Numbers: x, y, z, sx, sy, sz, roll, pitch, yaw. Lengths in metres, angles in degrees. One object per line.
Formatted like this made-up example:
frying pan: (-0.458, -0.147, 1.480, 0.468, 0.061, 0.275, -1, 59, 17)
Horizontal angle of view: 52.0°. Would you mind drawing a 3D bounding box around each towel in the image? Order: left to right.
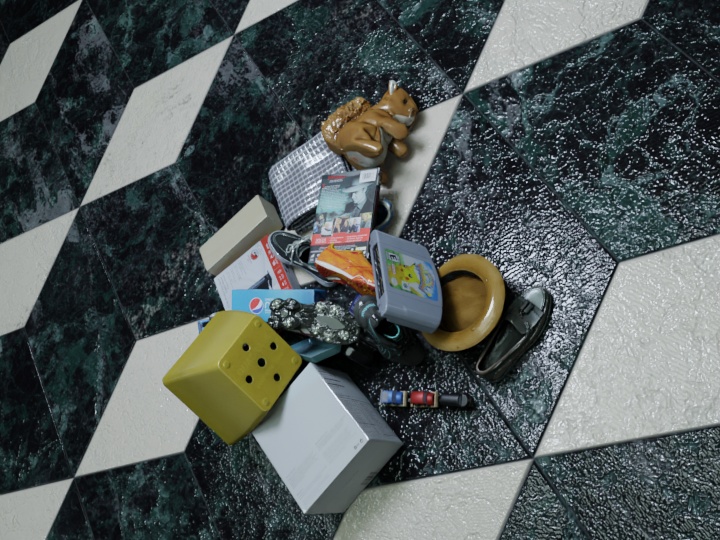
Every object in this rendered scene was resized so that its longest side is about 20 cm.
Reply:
towel: (-0.103, -0.200, 1.651, 0.198, 0.085, 0.167, -32, 62, 19)

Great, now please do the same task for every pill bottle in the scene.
pill bottle: (0.035, 0.084, 1.466, 0.111, 0.111, 0.202, 33, 93, 34)

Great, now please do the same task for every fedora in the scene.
fedora: (0.199, 0.068, 1.377, 0.199, 0.081, 0.203, -25, 52, 36)

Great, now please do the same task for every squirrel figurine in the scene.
squirrel figurine: (0.022, -0.318, 1.573, 0.198, 0.142, 0.188, 25, 74, 23)

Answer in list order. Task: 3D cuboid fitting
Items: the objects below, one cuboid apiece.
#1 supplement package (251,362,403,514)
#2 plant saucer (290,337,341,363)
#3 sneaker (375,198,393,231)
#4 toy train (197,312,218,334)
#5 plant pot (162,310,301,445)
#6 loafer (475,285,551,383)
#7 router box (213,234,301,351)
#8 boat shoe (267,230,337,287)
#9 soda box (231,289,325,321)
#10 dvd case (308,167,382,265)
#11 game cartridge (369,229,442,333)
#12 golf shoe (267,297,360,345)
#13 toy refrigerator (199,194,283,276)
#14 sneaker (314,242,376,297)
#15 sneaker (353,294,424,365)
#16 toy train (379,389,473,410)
supplement package: (-0.064, 0.325, 1.431, 0.192, 0.147, 0.200, -49, 57, 10)
plant saucer: (-0.099, 0.162, 1.497, 0.200, 0.069, 0.019, -6, 105, 69)
sneaker: (-0.011, -0.077, 1.537, 0.200, 0.073, 0.072, -44, 77, -7)
toy train: (-0.309, 0.194, 1.634, 0.114, 0.085, 0.204, 173, 87, -72)
plant pot: (-0.232, 0.198, 1.459, 0.176, 0.200, 0.201, -25, 24, 52)
loafer: (0.277, 0.115, 1.338, 0.072, 0.063, 0.202, 34, 94, 33)
router box: (-0.225, 0.053, 1.670, 0.179, 0.049, 0.202, -37, 60, 17)
boat shoe: (-0.126, -0.037, 1.601, 0.199, 0.068, 0.074, 38, 70, 25)
soda box: (-0.173, 0.074, 1.560, 0.197, 0.064, 0.069, -1, 88, 22)
dvd case: (-0.031, -0.110, 1.519, 0.144, 0.022, 0.203, -4, 69, 30)
game cartridge: (0.086, 0.018, 1.356, 0.041, 0.132, 0.202, -48, 34, 36)
golf shoe: (-0.083, 0.097, 1.444, 0.197, 0.088, 0.078, 13, 83, 21)
toy refrigerator: (-0.279, -0.075, 1.731, 0.199, 0.070, 0.076, -40, 52, 14)
sneaker: (0.000, 0.000, 1.406, 0.198, 0.073, 0.077, 28, 69, 28)
sneaker: (0.062, 0.128, 1.384, 0.076, 0.200, 0.079, -50, 35, -3)
toy train: (0.118, 0.246, 1.405, 0.197, 0.046, 0.035, -4, 73, 30)
